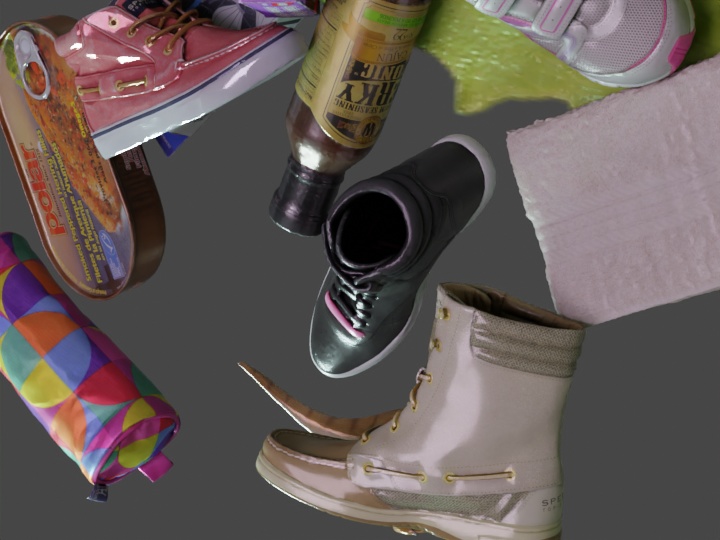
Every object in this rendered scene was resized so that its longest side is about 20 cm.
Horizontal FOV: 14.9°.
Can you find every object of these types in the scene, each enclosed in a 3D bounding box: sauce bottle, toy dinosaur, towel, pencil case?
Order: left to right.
[{"bbox_3d":[-0.212,0.066,1.939,0.200,0.088,0.089,48,126,19],"label":"pencil case"},{"bbox_3d":[-0.009,-0.115,1.744,0.065,0.065,0.201,36,123,26],"label":"sauce bottle"},{"bbox_3d":[0.021,0.114,1.786,0.199,0.060,0.107,1,93,23],"label":"toy dinosaur"},{"bbox_3d":[0.180,-0.048,1.629,0.199,0.034,0.133,-18,88,41],"label":"towel"}]

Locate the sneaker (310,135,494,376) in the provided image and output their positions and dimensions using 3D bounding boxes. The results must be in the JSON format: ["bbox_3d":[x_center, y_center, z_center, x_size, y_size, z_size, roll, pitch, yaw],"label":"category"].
[{"bbox_3d":[0.000,0.000,1.732,0.071,0.099,0.200,47,127,17],"label":"sneaker"}]

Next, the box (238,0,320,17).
[{"bbox_3d":[-0.050,-0.258,1.676,0.039,0.137,0.202,-1,92,6],"label":"box"}]

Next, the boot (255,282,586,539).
[{"bbox_3d":[0.037,0.081,1.695,0.199,0.072,0.156,12,107,17],"label":"boot"}]

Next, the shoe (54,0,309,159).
[{"bbox_3d":[-0.121,-0.142,1.763,0.200,0.071,0.091,-20,99,47],"label":"shoe"}]

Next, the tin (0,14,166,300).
[{"bbox_3d":[-0.196,-0.079,1.905,0.112,0.042,0.201,-16,94,46],"label":"tin"}]

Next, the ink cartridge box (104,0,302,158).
[{"bbox_3d":[-0.109,-0.166,1.827,0.200,0.039,0.100,-45,74,37],"label":"ink cartridge box"}]

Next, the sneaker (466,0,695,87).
[{"bbox_3d":[0.104,-0.171,1.611,0.199,0.088,0.082,31,102,29],"label":"sneaker"}]
